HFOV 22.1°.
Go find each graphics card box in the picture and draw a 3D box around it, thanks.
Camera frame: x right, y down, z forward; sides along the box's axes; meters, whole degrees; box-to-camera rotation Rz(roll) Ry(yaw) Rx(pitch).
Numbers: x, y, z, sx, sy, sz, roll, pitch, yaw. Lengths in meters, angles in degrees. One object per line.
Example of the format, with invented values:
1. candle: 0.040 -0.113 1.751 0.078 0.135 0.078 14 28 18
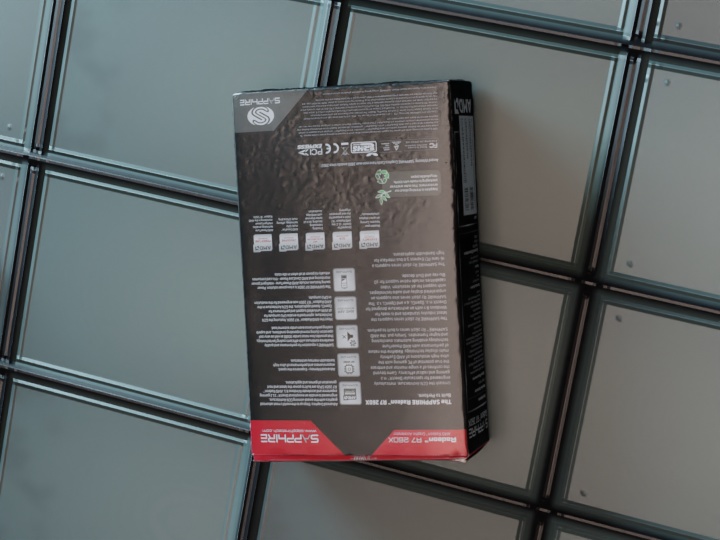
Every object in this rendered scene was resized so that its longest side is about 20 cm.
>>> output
1. graphics card box: 0.000 0.000 0.985 0.125 0.051 0.201 -2 95 19
